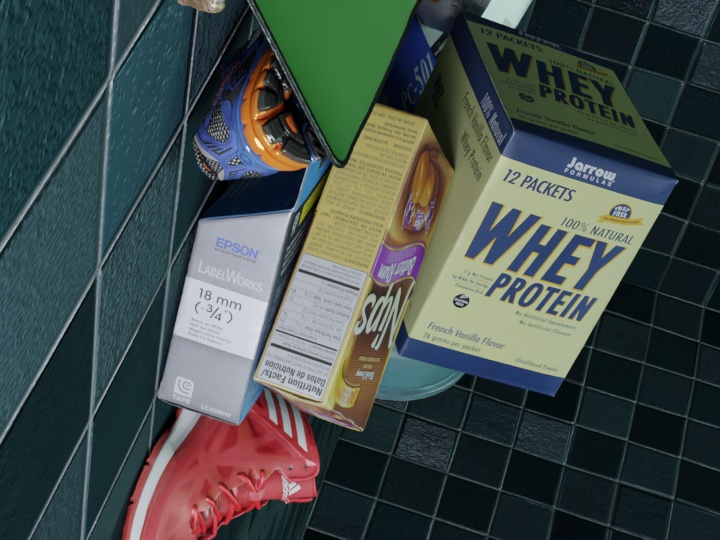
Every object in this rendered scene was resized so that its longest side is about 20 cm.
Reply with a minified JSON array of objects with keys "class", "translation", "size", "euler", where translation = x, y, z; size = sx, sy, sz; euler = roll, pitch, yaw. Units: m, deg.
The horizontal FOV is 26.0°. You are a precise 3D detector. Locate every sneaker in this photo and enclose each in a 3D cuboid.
[{"class":"sneaker","translation":[-0.091,0.155,1.101],"size":[0.079,0.115,0.200],"euler":[103,6,-51]},{"class":"sneaker","translation":[-0.044,-0.120,0.897],"size":[0.075,0.078,0.200],"euler":[56,35,-21]}]

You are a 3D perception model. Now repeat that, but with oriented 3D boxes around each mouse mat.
[{"class":"mouse mat","translation":[-0.017,-0.172,0.862],"size":[0.161,0.008,0.200],"euler":[62,31,-31]}]

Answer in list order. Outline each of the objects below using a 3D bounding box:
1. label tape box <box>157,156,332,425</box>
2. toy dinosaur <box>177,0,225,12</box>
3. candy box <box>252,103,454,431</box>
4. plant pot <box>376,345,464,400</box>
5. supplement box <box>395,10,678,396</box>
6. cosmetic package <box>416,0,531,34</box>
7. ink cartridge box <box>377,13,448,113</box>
[{"class":"label tape box","translation":[-0.067,-0.019,1.049],"size":[0.144,0.063,0.201],"euler":[-61,168,-66]},{"class":"toy dinosaur","translation":[-0.044,-0.214,0.730],"size":[0.106,0.060,0.201],"euler":[-30,-150,59]},{"class":"candy box","translation":[0.000,0.000,1.057],"size":[0.117,0.056,0.201],"euler":[47,63,-71]},{"class":"plant pot","translation":[0.044,-0.019,1.434],"size":[0.201,0.199,0.196],"euler":[-68,-179,-46]},{"class":"supplement box","translation":[0.112,-0.053,1.189],"size":[0.200,0.134,0.200],"euler":[-104,-146,-55]},{"class":"cosmetic package","translation":[0.124,-0.282,1.269],"size":[0.051,0.082,0.201],"euler":[37,81,-49]},{"class":"ink cartridge box","translation":[0.037,-0.201,1.313],"size":[0.094,0.044,0.200],"euler":[65,33,-21]}]
